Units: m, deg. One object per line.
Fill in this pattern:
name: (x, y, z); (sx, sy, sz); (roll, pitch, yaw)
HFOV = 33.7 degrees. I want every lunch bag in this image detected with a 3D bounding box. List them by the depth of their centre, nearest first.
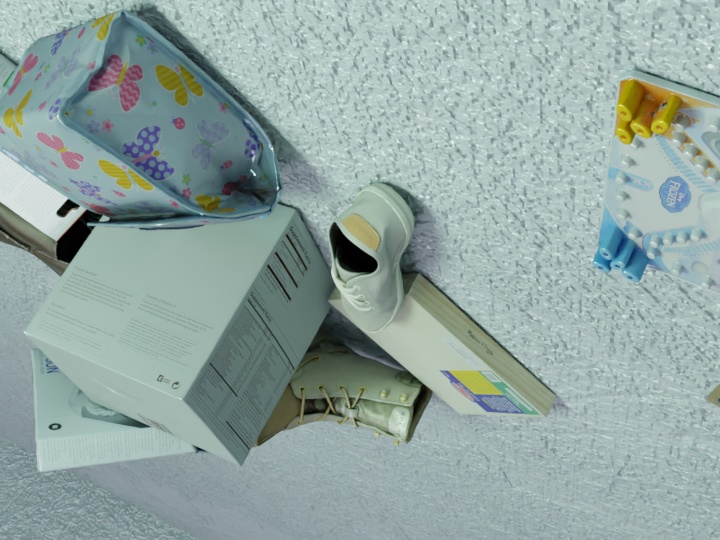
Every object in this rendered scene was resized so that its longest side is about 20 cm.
lunch bag: (-0.177, -0.096, 0.955); (0.200, 0.128, 0.169); (37, 160, -34)

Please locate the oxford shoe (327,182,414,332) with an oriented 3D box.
oxford shoe: (0.000, 0.000, 0.996); (0.075, 0.058, 0.200); (39, 156, 15)

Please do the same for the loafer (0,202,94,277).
loafer: (-0.316, -0.050, 1.197); (0.199, 0.074, 0.071); (35, 157, -31)

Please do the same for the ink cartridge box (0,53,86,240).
ink cartridge box: (-0.332, -0.128, 1.112); (0.200, 0.051, 0.109); (38, 123, -21)

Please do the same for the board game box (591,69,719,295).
board game box: (0.240, -0.022, 0.723); (0.199, 0.026, 0.200); (23, 156, 18)

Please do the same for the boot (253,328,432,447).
boot: (-0.023, 0.135, 1.191); (0.154, 0.200, 0.073); (20, 118, 19)

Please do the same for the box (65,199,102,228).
box: (-0.262, -0.024, 1.317); (0.136, 0.040, 0.200); (27, 157, 6)

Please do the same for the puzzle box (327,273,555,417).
puzzle box: (0.076, 0.074, 1.126); (0.200, 0.026, 0.133); (42, 155, -26)

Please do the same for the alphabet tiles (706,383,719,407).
alphabet tiles: (0.355, 0.112, 0.888); (0.166, 0.008, 0.200); (26, 158, 9)

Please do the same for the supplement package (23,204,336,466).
supplement package: (-0.160, 0.038, 1.112); (0.190, 0.201, 0.147); (18, 156, 28)

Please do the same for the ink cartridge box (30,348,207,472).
ink cartridge box: (-0.237, 0.131, 1.230); (0.198, 0.041, 0.200); (-3, -156, -17)
